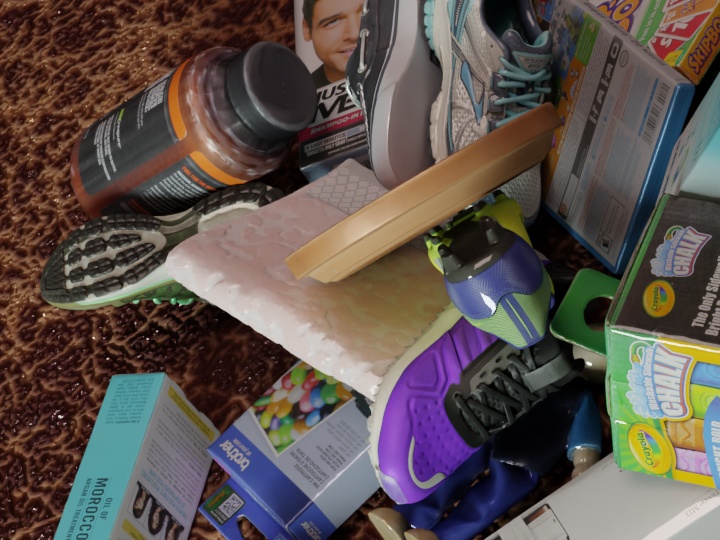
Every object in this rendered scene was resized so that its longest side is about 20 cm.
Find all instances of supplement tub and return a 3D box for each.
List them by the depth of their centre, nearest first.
[{"bbox_3d":[-0.121,-0.098,1.700,0.199,0.107,0.107,-27,40,42],"label":"supplement tub"}]

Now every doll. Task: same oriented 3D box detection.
[{"bbox_3d":[0.102,0.112,1.469,0.200,0.049,0.136,-44,35,-16],"label":"doll"}]

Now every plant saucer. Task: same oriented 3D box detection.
[{"bbox_3d":[0.044,-0.045,1.467,0.200,0.200,0.032,-31,89,6],"label":"plant saucer"}]

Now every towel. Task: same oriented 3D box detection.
[{"bbox_3d":[0.000,0.000,1.556,0.199,0.032,0.191,29,42,33],"label":"towel"}]

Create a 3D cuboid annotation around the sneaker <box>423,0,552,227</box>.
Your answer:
[{"bbox_3d":[0.095,-0.126,1.576,0.086,0.077,0.201,-25,70,52],"label":"sneaker"}]

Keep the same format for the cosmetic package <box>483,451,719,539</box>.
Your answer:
[{"bbox_3d":[0.139,0.175,1.394,0.199,0.051,0.083,-35,46,1],"label":"cosmetic package"}]

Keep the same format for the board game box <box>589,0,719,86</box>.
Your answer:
[{"bbox_3d":[0.191,-0.162,1.602,0.096,0.030,0.200,-57,21,-19],"label":"board game box"}]

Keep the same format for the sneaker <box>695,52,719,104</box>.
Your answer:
[{"bbox_3d":[0.269,-0.126,1.516,0.076,0.114,0.200,-31,42,3],"label":"sneaker"}]

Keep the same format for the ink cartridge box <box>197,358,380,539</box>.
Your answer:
[{"bbox_3d":[-0.022,0.110,1.551,0.200,0.042,0.119,-45,39,-6],"label":"ink cartridge box"}]

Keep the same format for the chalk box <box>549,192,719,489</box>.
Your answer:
[{"bbox_3d":[0.215,0.045,1.351,0.199,0.124,0.125,11,45,22],"label":"chalk box"}]

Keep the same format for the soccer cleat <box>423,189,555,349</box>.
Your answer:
[{"bbox_3d":[0.084,0.003,1.411,0.064,0.084,0.200,-32,8,7],"label":"soccer cleat"}]

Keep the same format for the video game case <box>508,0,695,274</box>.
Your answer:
[{"bbox_3d":[0.148,-0.109,1.579,0.200,0.018,0.144,47,130,46],"label":"video game case"}]

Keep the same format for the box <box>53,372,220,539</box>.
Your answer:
[{"bbox_3d":[-0.161,0.176,1.559,0.049,0.082,0.201,-4,53,31],"label":"box"}]

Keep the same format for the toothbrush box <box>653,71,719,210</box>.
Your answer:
[{"bbox_3d":[0.272,-0.063,1.369,0.146,0.200,0.086,22,62,-1],"label":"toothbrush box"}]

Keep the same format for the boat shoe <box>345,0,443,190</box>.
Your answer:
[{"bbox_3d":[0.022,-0.139,1.626,0.067,0.072,0.201,-15,56,33],"label":"boat shoe"}]

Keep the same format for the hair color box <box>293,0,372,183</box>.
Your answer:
[{"bbox_3d":[0.006,-0.148,1.735,0.098,0.061,0.201,-19,47,17],"label":"hair color box"}]

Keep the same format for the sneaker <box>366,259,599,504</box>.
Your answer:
[{"bbox_3d":[0.085,0.064,1.436,0.099,0.070,0.200,3,47,44],"label":"sneaker"}]

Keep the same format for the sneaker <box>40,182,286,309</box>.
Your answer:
[{"bbox_3d":[-0.136,0.005,1.675,0.199,0.089,0.077,-12,49,9],"label":"sneaker"}]
